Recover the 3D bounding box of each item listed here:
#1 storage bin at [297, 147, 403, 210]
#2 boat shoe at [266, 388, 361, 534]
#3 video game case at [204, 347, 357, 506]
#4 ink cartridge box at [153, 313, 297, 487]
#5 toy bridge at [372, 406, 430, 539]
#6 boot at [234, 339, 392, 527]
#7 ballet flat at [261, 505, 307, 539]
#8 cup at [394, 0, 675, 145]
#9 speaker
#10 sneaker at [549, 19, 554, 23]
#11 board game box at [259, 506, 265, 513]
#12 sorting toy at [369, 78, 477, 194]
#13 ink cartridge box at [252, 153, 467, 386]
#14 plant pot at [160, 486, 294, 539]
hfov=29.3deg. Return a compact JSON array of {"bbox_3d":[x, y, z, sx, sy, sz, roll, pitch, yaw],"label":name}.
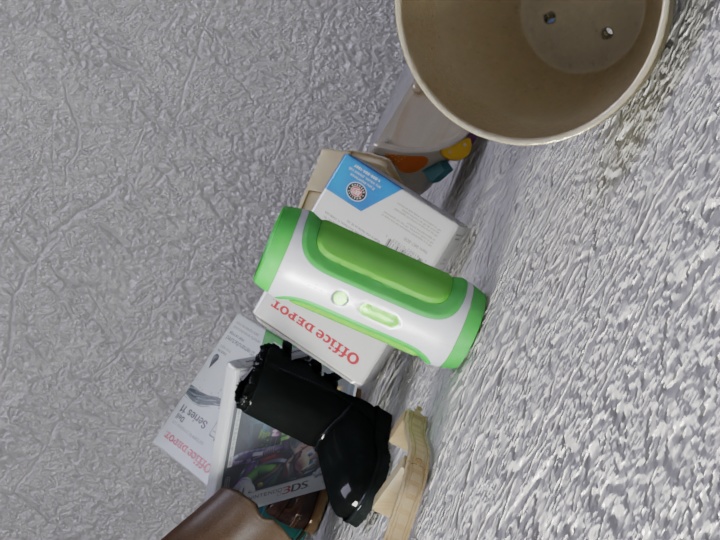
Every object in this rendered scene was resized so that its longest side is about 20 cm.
[{"bbox_3d":[-0.014,-0.012,1.643,0.201,0.093,0.199,-69,-26,-21],"label":"storage bin"},{"bbox_3d":[-0.056,0.222,1.705,0.071,0.070,0.201,120,172,-58],"label":"boat shoe"},{"bbox_3d":[-0.085,0.177,1.560,0.023,0.181,0.202,36,125,42],"label":"video game case"},{"bbox_3d":[-0.146,0.175,1.712,0.146,0.083,0.201,25,79,48],"label":"ink cartridge box"},{"bbox_3d":[0.036,0.185,1.183,0.201,0.027,0.067,-74,11,-52],"label":"toy bridge"},{"bbox_3d":[-0.051,0.160,1.397,0.074,0.162,0.199,-55,11,23],"label":"boot"},{"bbox_3d":[-0.079,0.291,1.749,0.071,0.067,0.201,79,-154,-54],"label":"ballet flat"},{"bbox_3d":[0.143,-0.195,1.002,0.143,0.199,0.202,-16,-46,-63],"label":"cup"},{"bbox_3d":[0.008,0.015,1.230,0.088,0.198,0.089,-157,90,-84],"label":"speaker"},{"bbox_3d":[0.165,-0.247,1.416,0.075,0.078,0.202,-171,104,-85],"label":"sneaker"},{"bbox_3d":[-0.130,0.307,1.816,0.151,0.046,0.202,31,-108,-79],"label":"board game box"},{"bbox_3d":[0.097,-0.170,1.694,0.201,0.106,0.180,-60,-8,-21],"label":"sorting toy"},{"bbox_3d":[0.000,0.000,1.468,0.201,0.144,0.084,-58,-11,6],"label":"ink cartridge box"},{"bbox_3d":[-0.163,0.351,1.458,0.198,0.200,0.200,-43,-4,-22],"label":"plant pot"}]
